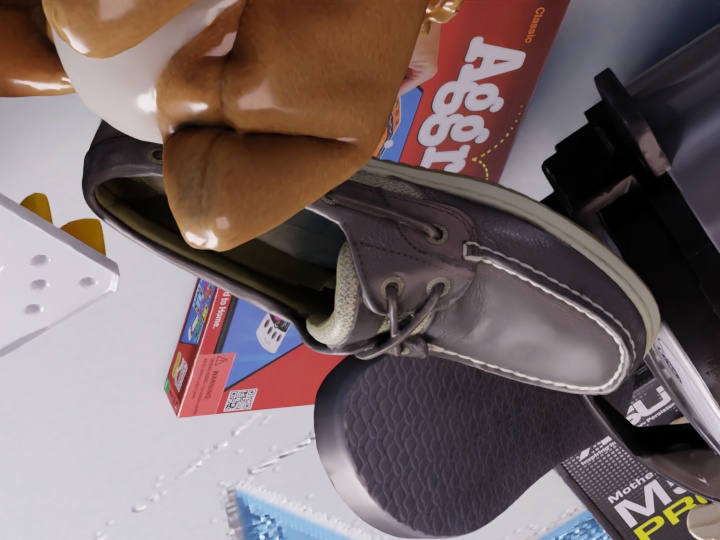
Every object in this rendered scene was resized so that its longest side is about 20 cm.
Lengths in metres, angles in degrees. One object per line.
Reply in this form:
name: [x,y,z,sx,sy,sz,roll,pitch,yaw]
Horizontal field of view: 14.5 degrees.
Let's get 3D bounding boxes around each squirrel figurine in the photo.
squirrel figurine: [-0.030,-0.137,0.808,0.200,0.141,0.187,-27,132,-26]

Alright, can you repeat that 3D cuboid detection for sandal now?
sandal: [0.039,0.053,1.034,0.043,0.076,0.200,-2,-176,32]

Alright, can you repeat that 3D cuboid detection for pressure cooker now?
pressure cooker: [0.163,-0.007,1.016,0.200,0.176,0.179,-32,173,4]

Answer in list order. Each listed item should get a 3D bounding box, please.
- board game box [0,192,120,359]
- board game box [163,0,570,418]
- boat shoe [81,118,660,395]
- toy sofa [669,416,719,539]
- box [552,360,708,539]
board game box: [-0.211,0.001,0.878,0.200,0.026,0.200,-28,143,23]
board game box: [0.000,-0.026,1.018,0.103,0.019,0.200,-5,135,-27]
boat shoe: [0.000,-0.001,0.932,0.200,0.066,0.072,26,135,-2]
toy sofa: [0.224,0.054,1.135,0.200,0.098,0.083,-39,164,11]
box: [0.177,0.043,1.179,0.200,0.044,0.160,-34,141,5]
